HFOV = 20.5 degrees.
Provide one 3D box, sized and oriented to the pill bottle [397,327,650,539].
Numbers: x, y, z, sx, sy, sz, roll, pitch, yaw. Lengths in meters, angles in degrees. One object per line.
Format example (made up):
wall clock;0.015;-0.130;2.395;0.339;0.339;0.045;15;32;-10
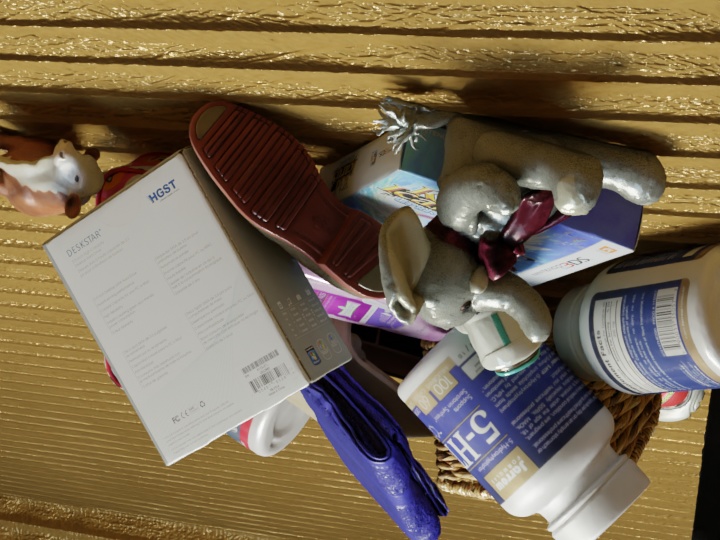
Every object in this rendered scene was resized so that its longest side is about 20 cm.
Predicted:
pill bottle;0.138;0.131;1.635;0.200;0.120;0.120;46;167;7

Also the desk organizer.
desk organizer;0.037;0.058;1.903;0.199;0.072;0.077;17;162;-15

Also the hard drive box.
hard drive box;-0.126;0.023;1.528;0.155;0.201;0.077;-30;179;29

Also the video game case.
video game case;0.086;-0.047;1.522;0.199;0.046;0.181;18;164;-19

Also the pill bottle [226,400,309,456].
pill bottle;-0.143;0.085;1.980;0.199;0.120;0.120;31;172;19

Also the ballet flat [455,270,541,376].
ballet flat;0.096;0.020;1.511;0.069;0.070;0.200;15;-167;-8

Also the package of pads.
package of pads;0.000;0.000;1.707;0.199;0.076;0.121;14;162;-7

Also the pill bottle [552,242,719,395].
pill bottle;0.245;0.042;1.585;0.111;0.112;0.200;21;163;-28

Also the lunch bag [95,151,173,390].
lunch bag;-0.148;0.007;1.620;0.175;0.201;0.082;7;-163;19

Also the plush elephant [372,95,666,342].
plush elephant;0.086;-0.022;1.351;0.199;0.156;0.165;15;-169;19

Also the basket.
basket;0.171;0.120;1.786;0.199;0.150;0.142;-1;-170;41

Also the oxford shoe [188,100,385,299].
oxford shoe;-0.055;-0.046;1.498;0.200;0.070;0.075;44;164;-7

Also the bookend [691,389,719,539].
bookend;0.363;0.173;1.802;0.092;0.200;0.200;6;165;15

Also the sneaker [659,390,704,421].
sneaker;0.235;0.099;1.918;0.199;0.077;0.085;-10;143;40

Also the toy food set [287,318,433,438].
toy food set;-0.001;0.098;1.863;0.143;0.061;0.200;-7;145;43

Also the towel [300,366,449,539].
towel;0.011;0.156;1.797;0.148;0.049;0.200;47;170;32

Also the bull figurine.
bull figurine;-0.270;-0.081;1.613;0.121;0.065;0.200;22;174;-8
